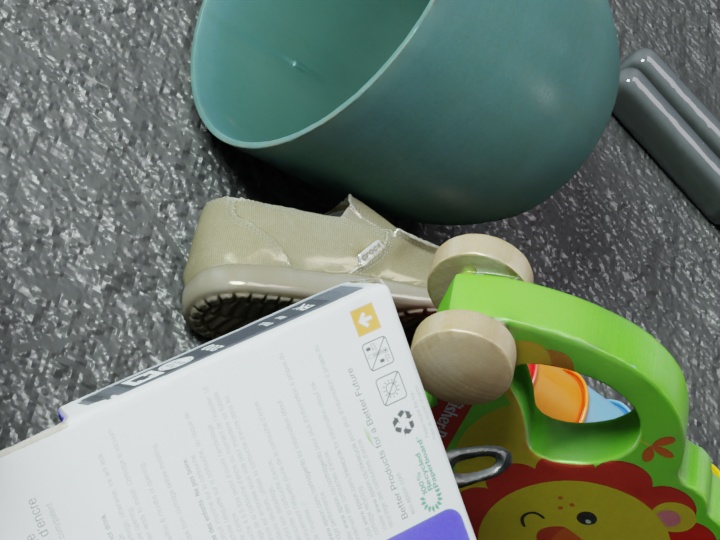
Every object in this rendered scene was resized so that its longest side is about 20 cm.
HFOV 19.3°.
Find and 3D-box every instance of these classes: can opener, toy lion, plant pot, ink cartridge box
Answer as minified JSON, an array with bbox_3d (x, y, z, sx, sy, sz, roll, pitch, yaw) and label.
[{"bbox_3d":[0.236,-0.061,1.324,0.200,0.066,0.053,44,43,-2],"label":"can opener"},{"bbox_3d":[0.091,0.095,0.986,0.190,0.201,0.069,21,45,-5],"label":"toy lion"},{"bbox_3d":[0.037,-0.115,1.089,0.161,0.200,0.202,32,44,-35],"label":"plant pot"},{"bbox_3d":[-0.045,0.130,0.860,0.199,0.043,0.199,-23,97,-28],"label":"ink cartridge box"}]

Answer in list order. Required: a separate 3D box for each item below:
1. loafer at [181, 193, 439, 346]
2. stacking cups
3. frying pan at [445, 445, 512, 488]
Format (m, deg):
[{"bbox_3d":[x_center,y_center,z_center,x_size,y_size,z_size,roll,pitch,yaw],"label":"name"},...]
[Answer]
[{"bbox_3d":[0.000,0.000,1.054,0.199,0.076,0.069,8,62,-37],"label":"loafer"},{"bbox_3d":[0.108,0.078,1.076,0.200,0.060,0.061,38,41,-34],"label":"stacking cups"},{"bbox_3d":[-0.041,0.088,0.921,0.189,0.031,0.115,-33,95,-12],"label":"frying pan"}]
